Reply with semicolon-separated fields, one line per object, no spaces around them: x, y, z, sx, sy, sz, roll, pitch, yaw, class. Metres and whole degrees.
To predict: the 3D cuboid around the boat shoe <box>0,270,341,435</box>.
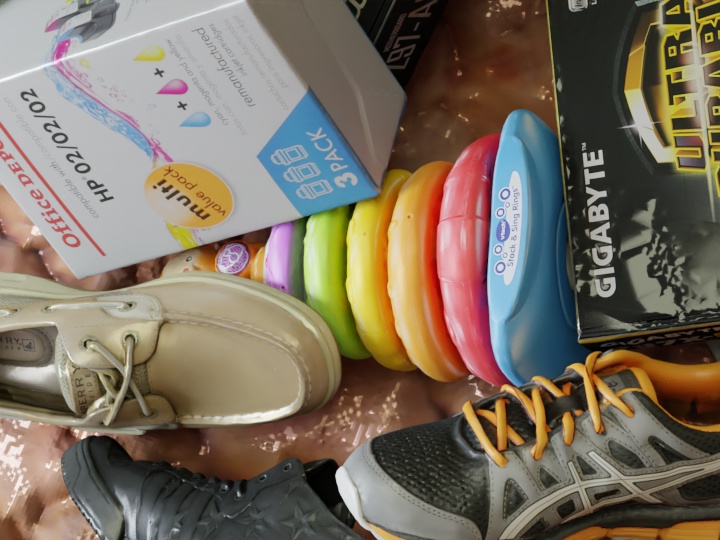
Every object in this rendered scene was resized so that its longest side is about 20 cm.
-0.105;0.041;1.115;0.199;0.072;0.065;5;27;24;boat shoe

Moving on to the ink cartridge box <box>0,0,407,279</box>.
-0.096;-0.068;1.113;0.199;0.115;0.068;-15;39;28;ink cartridge box

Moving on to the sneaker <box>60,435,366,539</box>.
-0.045;0.112;1.074;0.104;0.060;0.200;-38;43;0;sneaker

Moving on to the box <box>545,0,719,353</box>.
0.159;-0.075;1.061;0.159;0.049;0.201;-7;78;16;box

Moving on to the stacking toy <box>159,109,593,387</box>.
0.000;0.000;1.125;0.199;0.110;0.117;-2;72;23;stacking toy

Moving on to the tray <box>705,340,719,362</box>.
0.169;-0.033;1.116;0.107;0.022;0.200;-44;62;32;tray

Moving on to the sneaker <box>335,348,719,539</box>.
0.086;0.069;1.046;0.199;0.077;0.078;-6;36;-19;sneaker

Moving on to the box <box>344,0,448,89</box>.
-0.041;-0.170;1.161;0.043;0.160;0.200;-21;60;-41;box
